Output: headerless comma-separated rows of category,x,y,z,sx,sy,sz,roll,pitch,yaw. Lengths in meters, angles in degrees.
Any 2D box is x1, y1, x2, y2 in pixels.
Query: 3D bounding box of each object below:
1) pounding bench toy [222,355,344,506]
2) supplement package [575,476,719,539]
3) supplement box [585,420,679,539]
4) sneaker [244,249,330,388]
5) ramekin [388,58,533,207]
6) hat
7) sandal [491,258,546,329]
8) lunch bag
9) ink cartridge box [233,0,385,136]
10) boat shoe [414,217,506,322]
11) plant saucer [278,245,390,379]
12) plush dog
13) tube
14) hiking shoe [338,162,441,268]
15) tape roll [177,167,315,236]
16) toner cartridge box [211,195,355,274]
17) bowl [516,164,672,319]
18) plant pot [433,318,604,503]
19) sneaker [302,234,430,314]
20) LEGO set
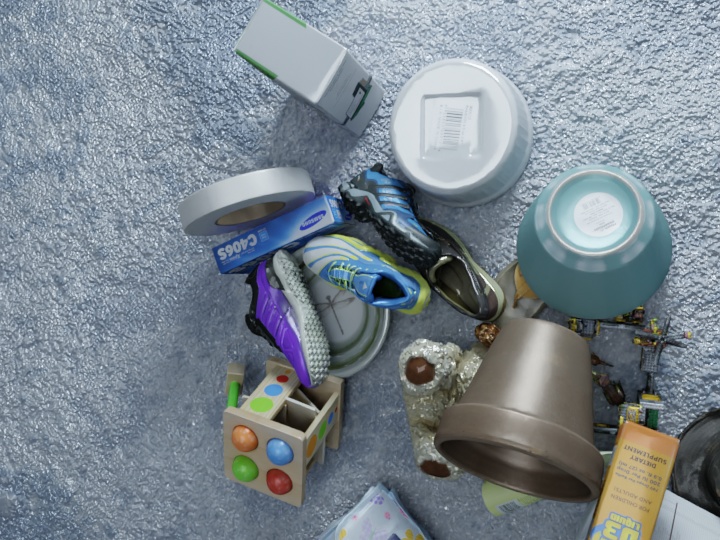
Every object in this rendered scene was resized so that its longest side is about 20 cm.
pounding bench toy,-0.145,0.222,1.088,0.197,0.156,0.126,15,122,19
supplement package,0.375,0.355,0.935,0.198,0.114,0.111,27,125,18
supplement box,0.300,0.279,0.856,0.066,0.069,0.203,17,83,18
sneaker,-0.114,0.081,1.093,0.098,0.069,0.203,-24,75,20
ramekin,0.134,-0.191,1.039,0.197,0.098,0.205,0,90,19
hat,0.489,0.260,0.927,0.197,0.081,0.205,1,92,19
sandal,0.248,0.003,1.023,0.199,0.054,0.081,-40,78,15
lunch bag,0.011,0.428,1.074,0.200,0.127,0.170,-42,80,8
ink cartridge box,-0.063,-0.276,1.055,0.145,0.200,0.085,35,98,15
boat shoe,0.118,-0.007,1.049,0.200,0.064,0.074,43,110,27
plant saucer,-0.043,0.059,1.127,0.197,0.050,0.204,0,90,20
plush dog,0.142,0.162,1.036,0.169,0.161,0.204,-11,105,1
tube,0.252,0.272,0.997,0.199,0.058,0.052,-33,103,35
hiking shoe,0.052,-0.085,1.050,0.086,0.075,0.200,-40,56,-11
tape roll,-0.163,-0.097,1.090,0.200,0.202,0.038,-19,85,18
toner cartridge box,-0.114,-0.050,1.128,0.197,0.095,0.044,-23,84,18
bowl,0.291,-0.052,0.947,0.197,0.105,0.204,-6,67,15
plant pot,0.207,0.160,0.911,0.197,0.201,0.177,14,66,18
sneaker,0.000,0.000,1.030,0.197,0.105,0.077,20,93,16
LEGO set,0.325,0.143,0.963,0.151,0.116,0.204,13,94,18
